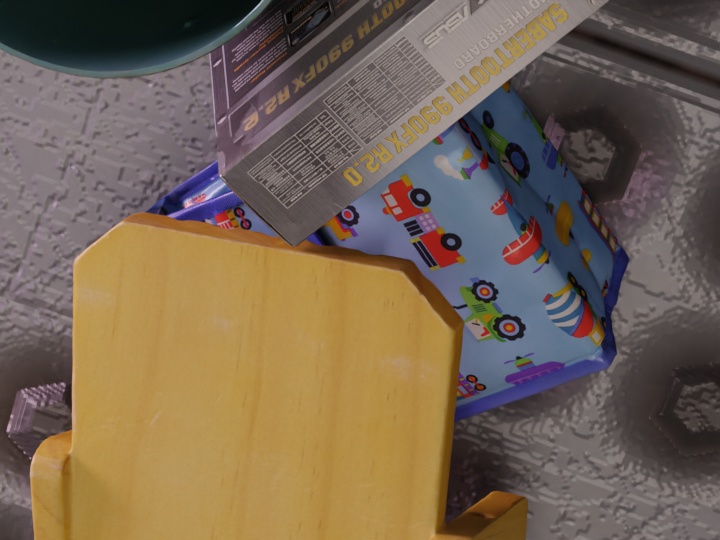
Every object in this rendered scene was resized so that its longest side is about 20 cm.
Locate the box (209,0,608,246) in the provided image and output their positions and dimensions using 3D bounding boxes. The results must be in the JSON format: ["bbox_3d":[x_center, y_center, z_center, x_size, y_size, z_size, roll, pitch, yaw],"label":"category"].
[{"bbox_3d":[0.025,-0.123,0.736,0.200,0.159,0.048,-38,121,17],"label":"box"}]

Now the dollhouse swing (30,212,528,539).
[{"bbox_3d":[-0.027,0.068,0.809,0.198,0.182,0.177,10,96,17],"label":"dollhouse swing"}]

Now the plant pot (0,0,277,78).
[{"bbox_3d":[-0.076,-0.193,0.712,0.199,0.161,0.202,7,111,18],"label":"plant pot"}]

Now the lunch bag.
[{"bbox_3d":[0.000,0.000,0.829,0.199,0.094,0.151,-26,113,28],"label":"lunch bag"}]
